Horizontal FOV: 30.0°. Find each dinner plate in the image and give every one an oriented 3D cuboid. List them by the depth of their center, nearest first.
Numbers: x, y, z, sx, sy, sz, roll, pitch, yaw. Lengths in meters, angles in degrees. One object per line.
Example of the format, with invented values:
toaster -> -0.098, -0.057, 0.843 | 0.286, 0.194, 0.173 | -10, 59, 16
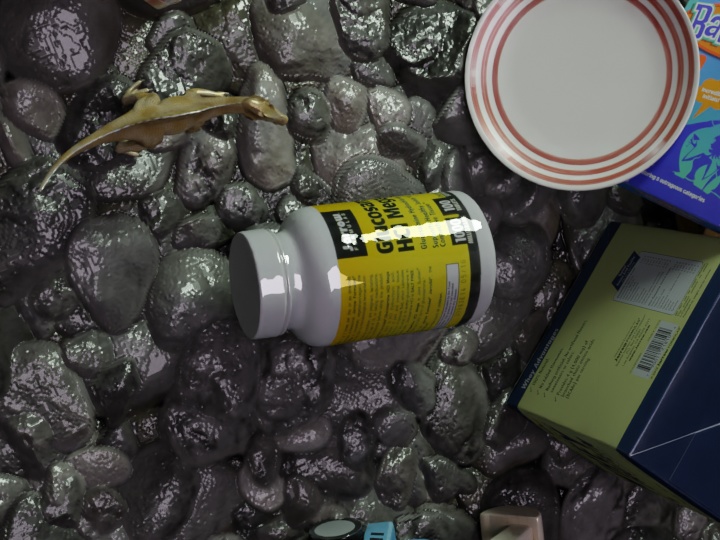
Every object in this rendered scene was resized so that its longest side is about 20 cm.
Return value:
dinner plate -> 0.187, -0.167, 1.144 | 0.198, 0.024, 0.202 | -1, 88, 15

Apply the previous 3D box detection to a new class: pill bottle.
pill bottle -> 0.000, 0.000, 1.086 | 0.198, 0.112, 0.114 | -8, 99, -22

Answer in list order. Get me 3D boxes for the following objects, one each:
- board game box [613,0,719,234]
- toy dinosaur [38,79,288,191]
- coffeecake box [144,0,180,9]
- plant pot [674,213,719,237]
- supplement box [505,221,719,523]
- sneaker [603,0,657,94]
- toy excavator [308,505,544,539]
board game box -> 0.308, -0.139, 1.120 | 0.045, 0.152, 0.201 | 27, 94, -49
toy dinosaur -> -0.159, -0.114, 1.014 | 0.198, 0.101, 0.059 | -17, 102, -20
coffeecake box -> -0.186, -0.317, 0.996 | 0.199, 0.073, 0.154 | 32, 83, -23
plant pot -> 0.395, -0.065, 1.222 | 0.198, 0.186, 0.188 | 0, 96, -8
supplement box -> 0.266, 0.082, 1.157 | 0.134, 0.200, 0.201 | 34, 83, -23
sneaker -> 0.250, -0.241, 1.182 | 0.072, 0.077, 0.202 | 11, 91, -23
toy excavator -> 0.058, 0.258, 1.137 | 0.198, 0.194, 0.101 | -5, 99, 7
